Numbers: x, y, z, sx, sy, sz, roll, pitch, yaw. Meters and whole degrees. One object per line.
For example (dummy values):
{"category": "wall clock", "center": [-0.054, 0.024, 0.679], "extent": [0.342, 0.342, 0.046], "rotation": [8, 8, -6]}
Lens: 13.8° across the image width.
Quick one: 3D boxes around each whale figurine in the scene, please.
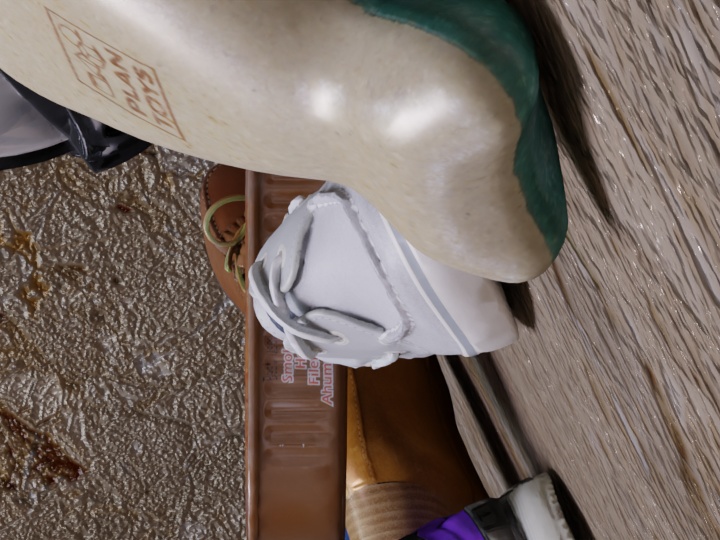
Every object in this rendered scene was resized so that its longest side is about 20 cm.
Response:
{"category": "whale figurine", "center": [-0.025, -0.081, 0.629], "extent": [0.200, 0.104, 0.159], "rotation": [34, 162, 28]}

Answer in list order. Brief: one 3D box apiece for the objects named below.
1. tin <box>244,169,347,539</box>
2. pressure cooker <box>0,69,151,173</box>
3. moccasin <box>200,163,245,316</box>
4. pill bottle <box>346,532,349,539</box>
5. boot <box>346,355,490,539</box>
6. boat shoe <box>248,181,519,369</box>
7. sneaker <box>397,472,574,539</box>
{"category": "tin", "center": [-0.024, 0.016, 1.061], "extent": [0.112, 0.042, 0.200], "rotation": [-18, -72, -89]}
{"category": "pressure cooker", "center": [-0.132, -0.129, 0.986], "extent": [0.200, 0.176, 0.179], "rotation": [57, 132, 46]}
{"category": "moccasin", "center": [-0.033, -0.002, 1.445], "extent": [0.201, 0.074, 0.078], "rotation": [-115, 10, -54]}
{"category": "pill bottle", "center": [0.020, 0.205, 1.873], "extent": [0.200, 0.112, 0.112], "rotation": [60, 175, 47]}
{"category": "boot", "center": [0.034, 0.090, 1.252], "extent": [0.201, 0.071, 0.144], "rotation": [40, -144, -65]}
{"category": "boat shoe", "center": [0.000, 0.000, 0.895], "extent": [0.072, 0.068, 0.200], "rotation": [64, 177, -4]}
{"category": "sneaker", "center": [0.031, 0.123, 1.080], "extent": [0.200, 0.099, 0.070], "rotation": [79, 167, -77]}
